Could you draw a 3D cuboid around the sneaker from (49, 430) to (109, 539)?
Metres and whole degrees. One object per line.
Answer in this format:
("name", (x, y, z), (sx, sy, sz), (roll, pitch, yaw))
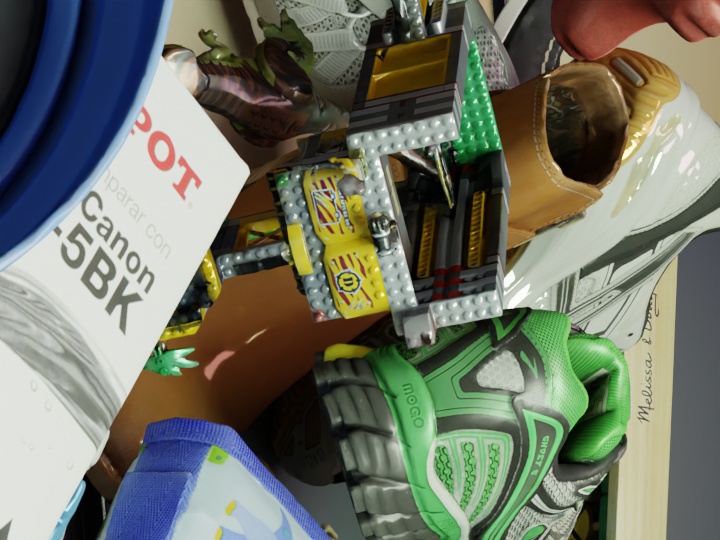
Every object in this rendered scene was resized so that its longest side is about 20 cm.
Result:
("sneaker", (-0.115, 0.094, 0.690), (0.087, 0.075, 0.200), (114, 0, -65))

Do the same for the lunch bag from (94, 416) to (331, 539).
("lunch bag", (-0.051, 0.167, 0.745), (0.200, 0.127, 0.170), (75, 25, -45))

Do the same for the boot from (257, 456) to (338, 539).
("boot", (0.048, 0.151, 0.874), (0.068, 0.188, 0.200), (-42, 145, -11))

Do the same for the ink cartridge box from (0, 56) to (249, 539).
("ink cartridge box", (-0.128, 0.005, 0.585), (0.147, 0.083, 0.200), (52, 51, -36))

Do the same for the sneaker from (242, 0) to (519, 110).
("sneaker", (-0.005, -0.103, 0.894), (0.075, 0.082, 0.200), (-44, 118, -6))

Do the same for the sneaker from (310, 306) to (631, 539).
("sneaker", (0.050, 0.060, 0.818), (0.200, 0.085, 0.078), (42, 32, -74))

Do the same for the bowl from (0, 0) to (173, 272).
("bowl", (-0.131, -0.080, 0.510), (0.200, 0.039, 0.201), (11, 69, -31))

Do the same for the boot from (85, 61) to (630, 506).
("boot", (0.000, 0.000, 0.833), (0.077, 0.155, 0.200), (65, 29, -12))

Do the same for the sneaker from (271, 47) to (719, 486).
("sneaker", (0.057, 0.017, 0.930), (0.088, 0.200, 0.076), (36, 18, -37))

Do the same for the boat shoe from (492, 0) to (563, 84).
("boat shoe", (0.053, -0.027, 1.013), (0.074, 0.060, 0.200), (91, 22, -67))

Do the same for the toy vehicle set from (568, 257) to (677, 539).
("toy vehicle set", (0.073, 0.044, 1.037), (0.026, 0.124, 0.201), (16, 69, -35))

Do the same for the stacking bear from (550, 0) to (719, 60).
("stacking bear", (0.045, -0.173, 0.840), (0.200, 0.121, 0.114), (35, 76, -20))

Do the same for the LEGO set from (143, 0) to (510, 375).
("LEGO set", (-0.034, -0.056, 0.696), (0.116, 0.153, 0.201), (-80, 165, -67))
